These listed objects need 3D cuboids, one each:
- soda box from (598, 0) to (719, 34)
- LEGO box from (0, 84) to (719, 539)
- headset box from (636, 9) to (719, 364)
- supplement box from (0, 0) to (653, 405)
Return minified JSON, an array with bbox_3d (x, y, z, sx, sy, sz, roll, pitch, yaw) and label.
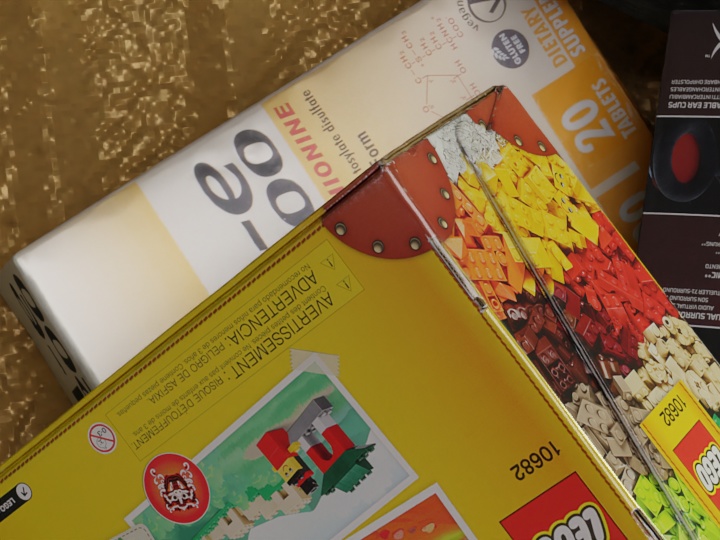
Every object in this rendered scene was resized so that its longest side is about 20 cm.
[{"bbox_3d":[0.143,-0.100,0.806,0.200,0.071,0.063,18,75,-47],"label":"soda box"},{"bbox_3d":[0.000,0.071,0.674,0.149,0.200,0.077,53,32,0],"label":"LEGO box"},{"bbox_3d":[0.145,0.034,0.777,0.149,0.075,0.201,18,79,-54],"label":"headset box"},{"bbox_3d":[0.000,0.000,0.806,0.200,0.074,0.126,-34,91,-15],"label":"supplement box"}]
